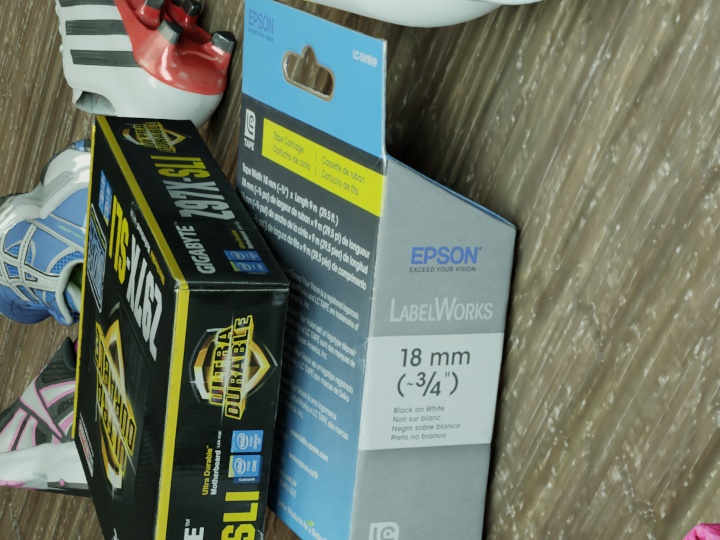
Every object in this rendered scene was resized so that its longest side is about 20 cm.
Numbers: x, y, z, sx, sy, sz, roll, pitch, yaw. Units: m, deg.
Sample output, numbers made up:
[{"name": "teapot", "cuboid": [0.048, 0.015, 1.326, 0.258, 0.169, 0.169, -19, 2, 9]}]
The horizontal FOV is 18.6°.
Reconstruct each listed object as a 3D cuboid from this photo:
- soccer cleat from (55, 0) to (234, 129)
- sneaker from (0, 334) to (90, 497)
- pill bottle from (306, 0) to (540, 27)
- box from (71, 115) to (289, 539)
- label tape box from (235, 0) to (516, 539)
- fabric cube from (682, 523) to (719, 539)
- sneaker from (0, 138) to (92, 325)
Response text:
[{"name": "soccer cleat", "cuboid": [-0.126, -0.127, 1.105, 0.086, 0.068, 0.200, -60, 43, 24]}, {"name": "sneaker", "cuboid": [-0.148, 0.077, 1.176, 0.199, 0.080, 0.087, -6, 74, 56]}, {"name": "pill bottle", "cuboid": [0.008, -0.147, 0.782, 0.200, 0.112, 0.114, 26, 114, 61]}, {"name": "box", "cuboid": [-0.079, 0.042, 0.908, 0.200, 0.049, 0.161, -124, 39, -63]}, {"name": "label tape box", "cuboid": [0.000, 0.000, 0.860, 0.144, 0.063, 0.202, -148, 61, -61]}, {"name": "fabric cube", "cuboid": [0.142, 0.175, 0.429, 0.201, 0.198, 0.197, -63, 38, 43]}, {"name": "sneaker", "cuboid": [-0.158, -0.003, 1.169, 0.200, 0.075, 0.078, 142, 127, -60]}]
